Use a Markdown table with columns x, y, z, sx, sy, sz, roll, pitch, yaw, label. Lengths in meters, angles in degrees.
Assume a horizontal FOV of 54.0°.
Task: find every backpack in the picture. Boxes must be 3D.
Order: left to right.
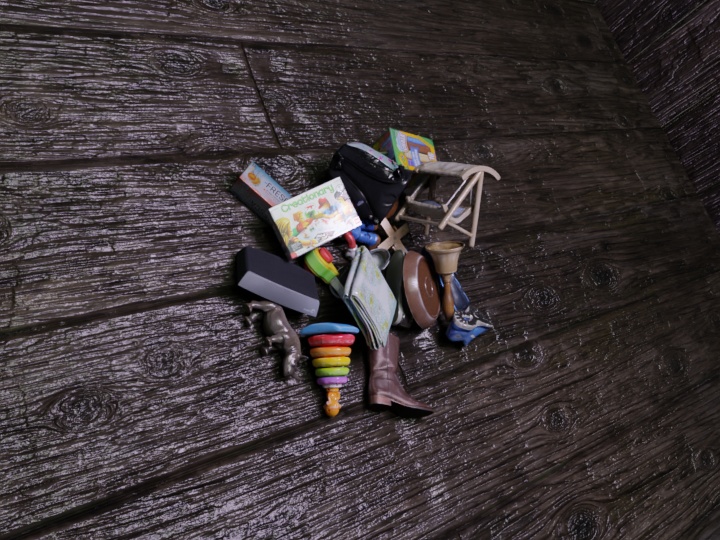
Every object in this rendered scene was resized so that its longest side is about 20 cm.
| x | y | z | sx | sy | sz | roll | pitch | yaw | label |
| --- | --- | --- | --- | --- | --- | --- | --- | --- | --- |
| 0.012 | -0.236 | 1.800 | 0.198 | 0.168 | 0.127 | 35 | 11 | 1 | backpack |

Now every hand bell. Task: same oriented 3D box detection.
| x | y | z | sx | sy | sz | roll | pitch | yaw | label |
| --- | --- | --- | --- | --- | --- | --- | --- | --- | --- |
| 0.225 | 0.034 | 1.828 | 0.103 | 0.103 | 0.204 | -17 | 107 | -41 | hand bell |

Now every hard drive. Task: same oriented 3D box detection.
| x | y | z | sx | sy | sz | roll | pitch | yaw | label |
| --- | --- | --- | --- | --- | --- | --- | --- | --- | --- |
| -0.182 | 0.021 | 1.584 | 0.198 | 0.043 | 0.136 | 25 | 27 | -26 | hard drive |

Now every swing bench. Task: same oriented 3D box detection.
| x | y | z | sx | sy | sz | roll | pitch | yaw | label |
| --- | --- | --- | --- | --- | --- | --- | --- | --- | --- |
| 0.219 | -0.188 | 1.801 | 0.128 | 0.198 | 0.203 | 23 | 87 | -35 | swing bench |

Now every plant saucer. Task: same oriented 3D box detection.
| x | y | z | sx | sy | sz | roll | pitch | yaw | label |
| --- | --- | --- | --- | --- | --- | --- | --- | --- | --- |
| 0.162 | 0.046 | 1.801 | 0.200 | 0.034 | 0.204 | 44 | 40 | -53 | plant saucer |

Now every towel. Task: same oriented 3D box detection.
| x | y | z | sx | sy | sz | roll | pitch | yaw | label |
| --- | --- | --- | --- | --- | --- | --- | --- | --- | --- |
| 0.025 | 0.064 | 1.651 | 0.201 | 0.047 | 0.173 | -74 | 143 | -54 | towel |

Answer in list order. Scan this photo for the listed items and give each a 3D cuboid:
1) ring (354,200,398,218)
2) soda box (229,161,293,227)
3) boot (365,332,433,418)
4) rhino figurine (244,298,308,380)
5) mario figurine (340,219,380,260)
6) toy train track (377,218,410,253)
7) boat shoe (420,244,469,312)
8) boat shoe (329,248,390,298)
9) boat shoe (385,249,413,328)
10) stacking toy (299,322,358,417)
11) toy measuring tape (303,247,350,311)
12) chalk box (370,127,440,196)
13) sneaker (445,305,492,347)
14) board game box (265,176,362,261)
| x | y | z | sx | sy | sz | roll | pitch | yaw | label |
| --- | --- | --- | --- | --- | --- | --- | --- | --- | --- |
| 0.019 | -0.225 | 1.918 | 0.198 | 0.019 | 0.204 | 17 | 58 | -28 | ring |
| -0.210 | -0.160 | 1.681 | 0.199 | 0.063 | 0.069 | 42 | 49 | -12 | soda box |
| 0.092 | 0.242 | 1.691 | 0.184 | 0.064 | 0.203 | 19 | 51 | -29 | boot |
| -0.176 | 0.149 | 1.538 | 0.087 | 0.060 | 0.202 | -25 | 81 | -41 | rhino figurine |
| -0.049 | -0.103 | 1.779 | 0.198 | 0.107 | 0.123 | 14 | 21 | -42 | mario figurine |
| 0.106 | -0.047 | 1.872 | 0.114 | 0.032 | 0.202 | -38 | 99 | -26 | toy train track |
| 0.228 | 0.020 | 1.904 | 0.068 | 0.084 | 0.203 | -27 | 97 | -24 | boat shoe |
| 0.000 | 0.000 | 1.751 | 0.076 | 0.060 | 0.200 | 50 | 47 | -2 | boat shoe |
| 0.106 | 0.048 | 1.799 | 0.060 | 0.071 | 0.205 | 19 | 64 | -31 | boat shoe |
| -0.063 | 0.221 | 1.566 | 0.109 | 0.114 | 0.204 | 15 | 70 | -63 | stacking toy |
| -0.080 | 0.010 | 1.664 | 0.073 | 0.074 | 0.201 | -18 | 64 | -41 | toy measuring tape |
| 0.097 | -0.293 | 1.917 | 0.197 | 0.124 | 0.126 | 9 | 61 | -35 | chalk box |
| 0.280 | 0.151 | 1.875 | 0.079 | 0.090 | 0.198 | 47 | 25 | 27 | sneaker |
| -0.107 | -0.122 | 1.652 | 0.198 | 0.035 | 0.128 | -28 | 91 | -23 | board game box |
